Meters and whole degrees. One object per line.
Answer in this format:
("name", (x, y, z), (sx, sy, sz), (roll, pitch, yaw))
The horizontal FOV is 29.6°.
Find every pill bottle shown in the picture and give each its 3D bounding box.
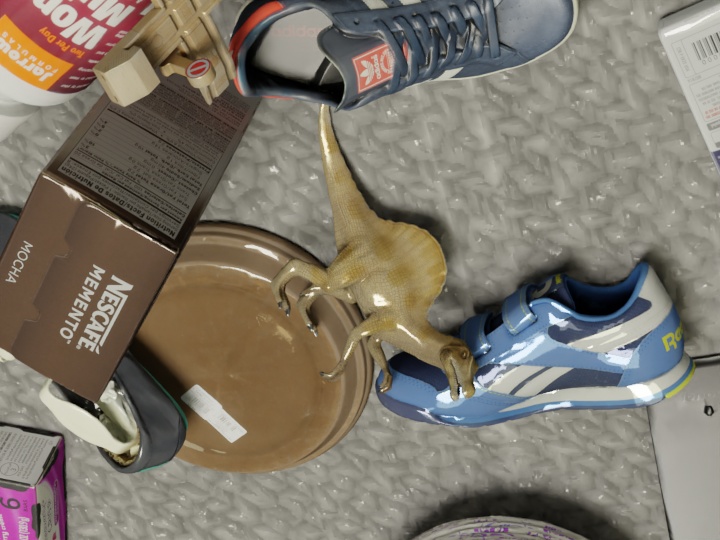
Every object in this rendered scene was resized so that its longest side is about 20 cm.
("pill bottle", (-0.166, -0.161, 0.749), (0.199, 0.110, 0.110), (-35, 109, 27))

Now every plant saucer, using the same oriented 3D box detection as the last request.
("plant saucer", (-0.090, 0.062, 0.917), (0.197, 0.030, 0.202), (5, 122, 7))

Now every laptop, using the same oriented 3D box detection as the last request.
("laptop", (0.298, 0.146, 0.903), (0.185, 0.117, 0.200), (-10, 147, 17))

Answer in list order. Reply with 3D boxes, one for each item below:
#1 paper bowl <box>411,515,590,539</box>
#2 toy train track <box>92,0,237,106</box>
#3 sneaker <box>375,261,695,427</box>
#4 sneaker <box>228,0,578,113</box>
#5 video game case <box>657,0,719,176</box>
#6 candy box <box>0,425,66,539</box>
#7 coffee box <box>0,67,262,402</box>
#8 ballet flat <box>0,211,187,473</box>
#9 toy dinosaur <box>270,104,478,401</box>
("paper bowl", (0.103, 0.254, 0.949), (0.198, 0.105, 0.203), (5, 121, 8))
("toy train track", (-0.055, -0.158, 0.691), (0.032, 0.200, 0.115), (24, 155, 36))
("sneaker", (0.102, 0.044, 0.846), (0.197, 0.074, 0.083), (-10, 113, 11))
("sneaker", (0.021, -0.124, 0.750), (0.197, 0.085, 0.076), (-7, 119, 15))
("video game case", (0.290, -0.097, 0.751), (0.198, 0.023, 0.183), (-22, 114, 21))
("candy box", (-0.322, 0.175, 1.010), (0.197, 0.061, 0.138), (10, 123, 6))
("coffee box", (-0.129, -0.039, 0.762), (0.079, 0.201, 0.113), (30, 122, -8))
("ballet flat", (-0.191, 0.051, 0.878), (0.073, 0.073, 0.201), (-38, 92, 28))
("toy dinosaur", (0.000, 0.000, 0.835), (0.100, 0.058, 0.201), (-31, 83, 8))
